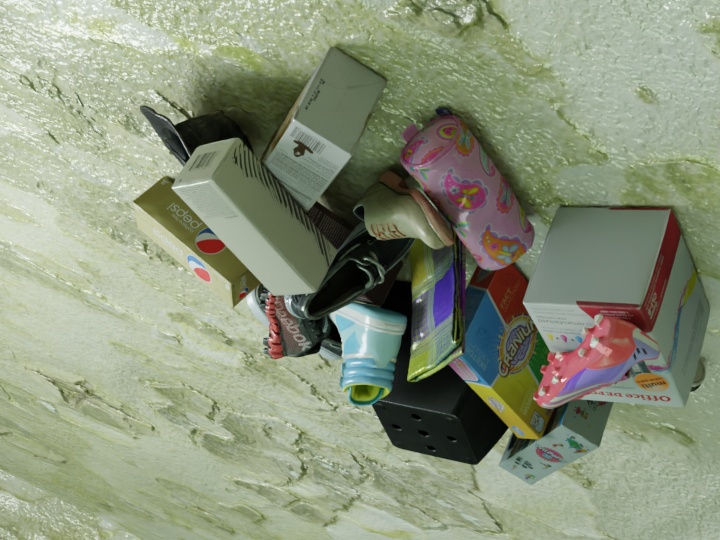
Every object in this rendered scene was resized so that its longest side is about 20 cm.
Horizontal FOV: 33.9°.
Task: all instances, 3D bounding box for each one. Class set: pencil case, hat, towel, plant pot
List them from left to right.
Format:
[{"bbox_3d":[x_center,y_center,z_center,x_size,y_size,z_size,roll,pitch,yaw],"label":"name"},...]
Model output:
[{"bbox_3d":[-0.183,-0.150,1.475,0.201,0.081,0.201,49,173,8],"label":"hat"},{"bbox_3d":[0.092,0.026,1.466,0.023,0.202,0.144,10,156,-20],"label":"towel"},{"bbox_3d":[0.116,0.152,1.650,0.199,0.178,0.200,9,146,27],"label":"plant pot"},{"bbox_3d":[0.124,-0.090,1.363,0.087,0.088,0.200,-6,138,41],"label":"pencil case"}]

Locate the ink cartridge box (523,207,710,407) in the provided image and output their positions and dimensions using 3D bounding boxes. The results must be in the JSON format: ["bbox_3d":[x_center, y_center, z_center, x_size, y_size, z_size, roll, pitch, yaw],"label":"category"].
[{"bbox_3d":[0.304,0.044,1.374,0.144,0.145,0.200,1,143,34],"label":"ink cartridge box"}]

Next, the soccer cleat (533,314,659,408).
[{"bbox_3d":[0.255,0.113,1.310,0.076,0.067,0.200,24,148,-4],"label":"soccer cleat"}]

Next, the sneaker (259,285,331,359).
[{"bbox_3d":[-0.088,0.054,1.634,0.097,0.071,0.201,6,141,5],"label":"sneaker"}]

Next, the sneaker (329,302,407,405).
[{"bbox_3d":[-0.006,0.109,1.580,0.079,0.132,0.200,10,-179,-17],"label":"sneaker"}]

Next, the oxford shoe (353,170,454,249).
[{"bbox_3d":[0.049,-0.055,1.383,0.071,0.074,0.200,52,177,-23],"label":"oxford shoe"}]

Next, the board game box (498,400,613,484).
[{"bbox_3d":[0.279,0.196,1.627,0.064,0.148,0.200,30,149,-5],"label":"board game box"}]

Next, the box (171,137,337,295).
[{"bbox_3d":[-0.121,-0.059,1.380,0.082,0.069,0.200,-3,138,43],"label":"box"}]

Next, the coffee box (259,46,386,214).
[{"bbox_3d":[-0.056,-0.150,1.371,0.079,0.115,0.200,30,151,-9],"label":"coffee box"}]

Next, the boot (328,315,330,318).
[{"bbox_3d":[-0.093,-0.015,1.650,0.201,0.071,0.144,35,149,-9],"label":"boot"}]

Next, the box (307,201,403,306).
[{"bbox_3d":[-0.052,-0.034,1.542,0.199,0.075,0.100,32,170,-29],"label":"box"}]

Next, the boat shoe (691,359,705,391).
[{"bbox_3d":[0.346,0.113,1.528,0.199,0.067,0.057,23,146,-2],"label":"boat shoe"}]

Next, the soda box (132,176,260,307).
[{"bbox_3d":[-0.228,-0.041,1.653,0.200,0.064,0.068,38,153,19],"label":"soda box"}]

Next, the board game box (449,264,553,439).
[{"bbox_3d":[0.196,0.101,1.531,0.040,0.154,0.200,-2,141,48],"label":"board game box"}]

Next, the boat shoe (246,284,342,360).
[{"bbox_3d":[-0.079,0.067,1.783,0.199,0.073,0.071,31,142,-30],"label":"boat shoe"}]

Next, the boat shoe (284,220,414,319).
[{"bbox_3d":[0.000,0.000,1.464,0.072,0.200,0.071,57,167,-29],"label":"boat shoe"}]
